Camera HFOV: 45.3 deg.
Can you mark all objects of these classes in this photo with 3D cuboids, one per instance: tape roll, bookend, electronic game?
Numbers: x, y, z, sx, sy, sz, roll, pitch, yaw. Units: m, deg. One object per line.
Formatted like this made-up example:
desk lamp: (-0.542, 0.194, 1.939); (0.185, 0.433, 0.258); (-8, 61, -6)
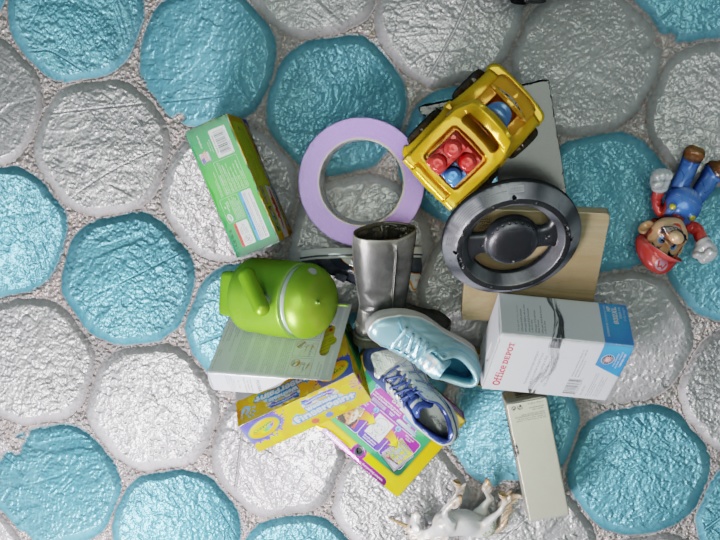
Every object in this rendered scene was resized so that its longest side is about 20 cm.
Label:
tape roll: (0.003, -0.141, 1.375); (0.199, 0.066, 0.202); (1, 98, 5)
bookend: (0.208, -0.178, 1.342); (0.197, 0.092, 0.201); (-11, 100, 10)
electronic game: (0.214, -0.046, 1.228); (0.198, 0.042, 0.201); (-2, 131, -3)

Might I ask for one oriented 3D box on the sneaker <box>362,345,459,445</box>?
sneaker: (0.084, 0.189, 1.345); (0.200, 0.088, 0.075); (44, 93, 0)

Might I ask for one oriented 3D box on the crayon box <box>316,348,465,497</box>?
crayon box: (0.042, 0.239, 1.423); (0.200, 0.058, 0.173); (41, 95, -1)

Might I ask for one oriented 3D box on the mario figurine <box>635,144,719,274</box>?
mario figurine: (0.497, -0.086, 1.322); (0.123, 0.106, 0.201); (27, 91, 35)

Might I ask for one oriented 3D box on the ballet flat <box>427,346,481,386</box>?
ballet flat: (0.189, 0.158, 1.400); (0.198, 0.063, 0.069); (3, 100, 4)

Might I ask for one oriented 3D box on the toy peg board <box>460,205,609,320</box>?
toy peg board: (0.258, -0.029, 1.324); (0.198, 0.098, 0.200); (2, 124, 2)

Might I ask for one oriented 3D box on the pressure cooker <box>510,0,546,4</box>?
pressure cooker: (0.246, -0.497, 1.249); (0.178, 0.200, 0.176); (34, 67, -10)

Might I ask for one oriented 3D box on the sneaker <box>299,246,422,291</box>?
sneaker: (0.000, 0.000, 1.386); (0.198, 0.078, 0.080); (1, 92, 3)

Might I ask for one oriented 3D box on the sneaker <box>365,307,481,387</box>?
sneaker: (0.102, 0.120, 1.304); (0.199, 0.082, 0.074); (20, 113, -17)

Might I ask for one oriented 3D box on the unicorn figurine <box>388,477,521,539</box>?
unicorn figurine: (0.159, 0.405, 1.422); (0.199, 0.074, 0.138); (14, 117, -6)

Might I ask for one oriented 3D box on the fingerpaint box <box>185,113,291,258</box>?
fingerpaint box: (-0.184, -0.130, 1.331); (0.073, 0.167, 0.201); (-22, 96, 5)

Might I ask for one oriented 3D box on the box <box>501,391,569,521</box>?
box: (0.283, 0.295, 1.402); (0.068, 0.082, 0.201); (-11, 95, 5)

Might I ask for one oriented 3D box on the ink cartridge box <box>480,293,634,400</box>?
ink cartridge box: (0.292, 0.117, 1.314); (0.198, 0.084, 0.146); (6, 139, -2)

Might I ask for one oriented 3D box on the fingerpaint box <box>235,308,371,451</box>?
fingerpaint box: (-0.097, 0.169, 1.368); (0.199, 0.167, 0.074); (-26, 127, 7)

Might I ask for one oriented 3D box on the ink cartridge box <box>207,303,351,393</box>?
ink cartridge box: (-0.124, 0.119, 1.361); (0.199, 0.163, 0.057); (6, 136, 10)

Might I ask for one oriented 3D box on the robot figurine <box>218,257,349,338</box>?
robot figurine: (-0.120, 0.042, 1.310); (0.199, 0.175, 0.117); (6, 91, 32)

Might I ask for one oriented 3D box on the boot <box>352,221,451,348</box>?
boot: (0.067, 0.019, 1.329); (0.181, 0.073, 0.201); (-8, 116, -23)

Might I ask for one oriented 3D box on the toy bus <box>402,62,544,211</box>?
toy bus: (0.153, -0.183, 1.202); (0.200, 0.192, 0.136); (-44, 92, 15)
